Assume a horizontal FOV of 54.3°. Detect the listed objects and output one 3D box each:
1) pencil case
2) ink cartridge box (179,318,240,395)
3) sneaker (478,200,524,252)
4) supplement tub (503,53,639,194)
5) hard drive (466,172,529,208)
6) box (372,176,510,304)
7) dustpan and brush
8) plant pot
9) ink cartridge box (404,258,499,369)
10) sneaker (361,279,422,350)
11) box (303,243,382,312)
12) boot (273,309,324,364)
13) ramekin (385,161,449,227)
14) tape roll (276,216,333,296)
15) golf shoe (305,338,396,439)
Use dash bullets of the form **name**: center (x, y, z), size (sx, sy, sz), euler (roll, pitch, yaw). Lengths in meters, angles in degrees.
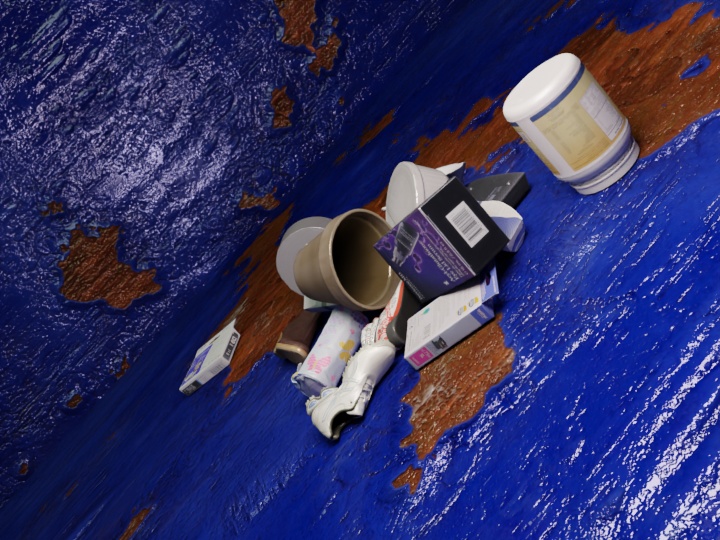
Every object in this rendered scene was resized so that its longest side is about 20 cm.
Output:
- **pencil case**: center (-0.058, 0.163, 1.409), size (0.091, 0.083, 0.200), euler (-7, 40, 42)
- **ink cartridge box**: center (-0.456, 0.266, 2.165), size (0.198, 0.043, 0.200), euler (-38, 21, 24)
- **sneaker**: center (0.219, -0.071, 1.296), size (0.199, 0.115, 0.081), euler (22, 68, 40)
- **supplement tub**: center (0.347, -0.237, 1.153), size (0.144, 0.200, 0.144), euler (-41, 18, 17)
- **hard drive**: center (0.250, -0.135, 1.417), size (0.135, 0.042, 0.200), euler (-50, 17, -12)
- **box**: center (0.136, -0.047, 1.224), size (0.104, 0.148, 0.200), euler (-41, 0, -28)
- **dustpan and brush**: center (0.142, -0.177, 1.588), size (0.200, 0.057, 0.140), euler (-10, -16, 1)
- **plant pot**: center (-0.041, -0.009, 1.420), size (0.173, 0.200, 0.200), euler (-13, 36, 45)
- **ink cartridge box**: center (0.159, 0.072, 1.178), size (0.200, 0.042, 0.119), euler (-41, 17, 25)
- **sneaker**: center (0.063, 0.080, 1.337), size (0.108, 0.067, 0.202), euler (-32, 23, 39)
- **box**: center (-0.031, 0.003, 1.534), size (0.200, 0.041, 0.156), euler (-10, 71, 31)
- **boot**: center (-0.131, 0.135, 1.653), size (0.166, 0.072, 0.200), euler (-54, 15, -16)
- **ramekin**: center (0.125, -0.124, 1.467), size (0.202, 0.094, 0.203), euler (-179, 90, -74)
- **tape roll**: center (-0.106, -0.030, 1.750), size (0.200, 0.200, 0.066), euler (-39, 19, 21)
- **golf shoe**: center (-0.001, 0.213, 1.225), size (0.200, 0.078, 0.097), euler (-48, 37, 6)
